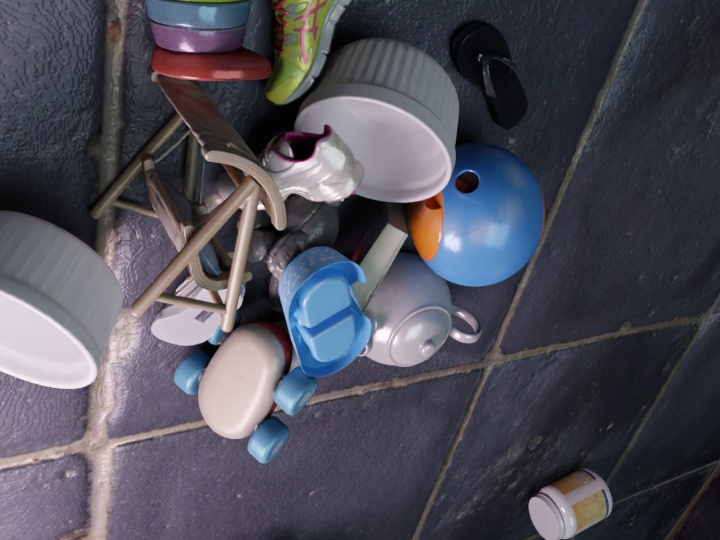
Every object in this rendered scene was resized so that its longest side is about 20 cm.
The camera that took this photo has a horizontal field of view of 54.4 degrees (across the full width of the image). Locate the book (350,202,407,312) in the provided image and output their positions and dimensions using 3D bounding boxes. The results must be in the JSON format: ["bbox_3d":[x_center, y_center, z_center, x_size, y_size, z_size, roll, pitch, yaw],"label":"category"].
[{"bbox_3d":[0.000,0.000,1.019,0.047,0.134,0.202,27,110,-10],"label":"book"}]

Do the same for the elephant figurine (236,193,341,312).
[{"bbox_3d":[-0.074,-0.026,0.958,0.144,0.152,0.201,-67,152,-19],"label":"elephant figurine"}]

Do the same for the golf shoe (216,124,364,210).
[{"bbox_3d":[-0.095,-0.127,0.832,0.195,0.077,0.092,-6,140,23],"label":"golf shoe"}]

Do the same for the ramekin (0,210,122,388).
[{"bbox_3d":[-0.353,0.031,0.744,0.196,0.099,0.202,12,144,9],"label":"ramekin"}]

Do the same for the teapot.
[{"bbox_3d":[0.079,0.081,1.123,0.199,0.146,0.198,-38,138,-4],"label":"teapot"}]

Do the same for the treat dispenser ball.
[{"bbox_3d":[0.166,-0.080,1.012,0.197,0.201,0.204,-19,133,-21],"label":"treat dispenser ball"}]

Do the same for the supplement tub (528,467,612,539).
[{"bbox_3d":[0.583,0.652,1.947,0.196,0.145,0.147,-16,132,-23],"label":"supplement tub"}]

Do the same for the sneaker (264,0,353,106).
[{"bbox_3d":[-0.072,-0.285,0.779,0.089,0.078,0.203,16,109,-33],"label":"sneaker"}]

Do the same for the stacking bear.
[{"bbox_3d":[-0.155,-0.300,0.682,0.112,0.121,0.204,-15,123,-34],"label":"stacking bear"}]

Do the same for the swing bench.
[{"bbox_3d":[-0.182,-0.080,0.766,0.128,0.200,0.202,14,117,-41],"label":"swing bench"}]

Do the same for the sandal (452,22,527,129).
[{"bbox_3d":[0.196,-0.274,0.992,0.076,0.043,0.199,-47,137,6],"label":"sandal"}]

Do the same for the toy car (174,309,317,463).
[{"bbox_3d":[-0.133,0.144,1.041,0.179,0.183,0.199,-60,162,21],"label":"toy car"}]

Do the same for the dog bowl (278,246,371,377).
[{"bbox_3d":[-0.047,0.052,0.898,0.110,0.050,0.202,-28,140,-18],"label":"dog bowl"}]

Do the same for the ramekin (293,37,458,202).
[{"bbox_3d":[0.026,-0.181,0.841,0.200,0.196,0.107,45,55,-47],"label":"ramekin"}]

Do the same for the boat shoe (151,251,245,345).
[{"bbox_3d":[-0.210,0.037,0.915,0.071,0.067,0.199,27,140,-23],"label":"boat shoe"}]
